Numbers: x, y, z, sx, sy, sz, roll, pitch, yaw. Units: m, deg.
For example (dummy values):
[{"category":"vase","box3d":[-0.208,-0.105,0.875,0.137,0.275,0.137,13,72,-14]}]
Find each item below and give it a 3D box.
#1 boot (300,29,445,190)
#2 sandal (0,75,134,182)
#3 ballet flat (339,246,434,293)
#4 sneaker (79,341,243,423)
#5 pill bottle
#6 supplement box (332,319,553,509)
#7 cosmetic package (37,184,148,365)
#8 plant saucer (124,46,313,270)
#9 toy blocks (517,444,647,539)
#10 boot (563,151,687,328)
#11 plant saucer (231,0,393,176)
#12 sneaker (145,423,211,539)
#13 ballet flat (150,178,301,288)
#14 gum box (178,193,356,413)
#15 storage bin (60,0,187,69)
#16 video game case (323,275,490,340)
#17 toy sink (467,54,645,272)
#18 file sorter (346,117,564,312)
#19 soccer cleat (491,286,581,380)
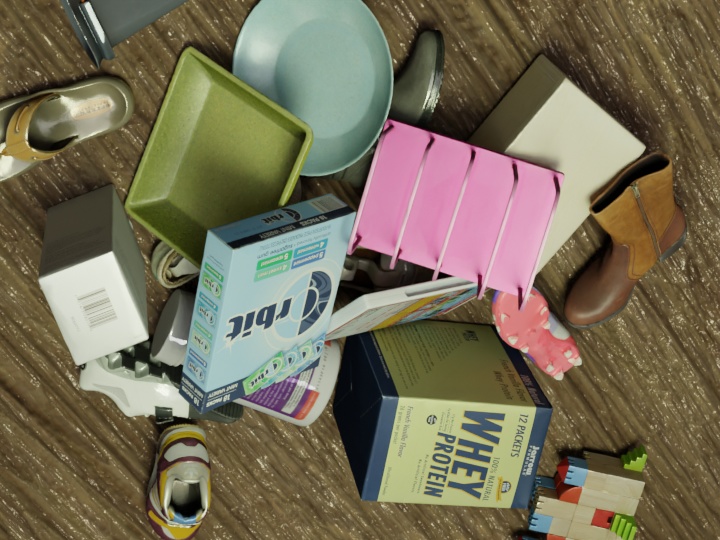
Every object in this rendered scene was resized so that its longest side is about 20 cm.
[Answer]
[{"category":"boot","box3d":[0.009,-0.178,1.467,0.129,0.068,0.202,15,109,-13]},{"category":"sandal","box3d":[-0.333,-0.148,1.419,0.198,0.054,0.081,-21,116,-1]},{"category":"ballet flat","box3d":[0.000,0.000,1.535,0.197,0.062,0.068,7,112,-14]},{"category":"sneaker","box3d":[-0.233,0.138,1.564,0.198,0.075,0.089,26,125,-21]},{"category":"pill bottle","box3d":[-0.132,0.094,1.533,0.198,0.112,0.112,22,108,-19]},{"category":"supplement box","box3d":[0.089,0.160,1.554,0.197,0.200,0.136,5,114,-14]},{"category":"cosmetic package","box3d":[-0.277,0.000,1.414,0.084,0.200,0.109,-20,114,-2]},{"category":"plant saucer","box3d":[-0.141,-0.105,1.428,0.048,0.199,0.202,-4,124,-54]},{"category":"toy blocks","box3d":[0.274,0.309,1.725,0.135,0.100,0.202,13,112,-4]},{"category":"boot","box3d":[0.290,-0.027,1.524,0.187,0.069,0.200,-35,154,5]},{"category":"plant saucer","box3d":[-0.045,-0.202,1.417,0.199,0.039,0.204,6,102,29]},{"category":"sneaker","box3d":[-0.215,0.276,1.589,0.074,0.091,0.202,-2,133,-11]},{"category":"ballet flat","box3d":[-0.144,-0.041,1.498,0.199,0.062,0.068,-34,116,5]},{"category":"gum box","box3d":[-0.096,0.033,1.384,0.169,0.044,0.202,-20,134,-42]},{"category":"storage bin","box3d":[-0.247,-0.322,1.320,0.133,0.146,0.202,-28,116,-8]},{"category":"video game case","box3d":[0.051,0.039,1.500,0.198,0.143,0.018,-11,77,-34]},{"category":"toy sink","box3d":[0.193,-0.115,1.502,0.130,0.112,0.201,34,103,-21]},{"category":"file sorter","box3d":[0.097,-0.055,1.384,0.198,0.125,0.141,18,103,3]},{"category":"soccer cleat","box3d":[0.195,0.059,1.563,0.067,0.077,0.200,-39,138,7]}]
